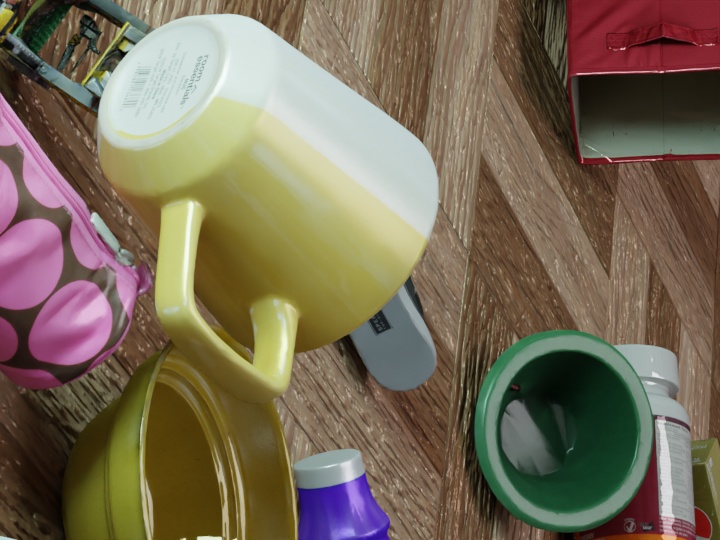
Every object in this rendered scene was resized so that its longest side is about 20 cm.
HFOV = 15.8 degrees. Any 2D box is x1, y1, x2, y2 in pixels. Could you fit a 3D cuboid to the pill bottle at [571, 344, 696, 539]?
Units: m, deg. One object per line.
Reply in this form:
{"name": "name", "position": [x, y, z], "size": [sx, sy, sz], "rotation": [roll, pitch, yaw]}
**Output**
{"name": "pill bottle", "position": [0.239, 0.174, 2.293], "size": [0.110, 0.109, 0.200], "rotation": [39, 47, -60]}

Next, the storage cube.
{"name": "storage cube", "position": [0.281, -0.219, 2.414], "size": [0.200, 0.171, 0.180], "rotation": [74, 16, -63]}

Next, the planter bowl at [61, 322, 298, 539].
{"name": "planter bowl", "position": [-0.113, 0.134, 1.470], "size": [0.200, 0.083, 0.201], "rotation": [-10, 90, -68]}

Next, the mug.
{"name": "mug", "position": [-0.054, -0.046, 1.357], "size": [0.153, 0.149, 0.187], "rotation": [45, 10, -41]}

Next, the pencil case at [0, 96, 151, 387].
{"name": "pencil case", "position": [-0.187, -0.030, 1.315], "size": [0.200, 0.094, 0.091], "rotation": [56, 15, -48]}

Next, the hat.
{"name": "hat", "position": [0.136, 0.136, 2.178], "size": [0.200, 0.176, 0.166], "rotation": [-5, 87, -30]}

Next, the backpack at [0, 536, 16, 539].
{"name": "backpack", "position": [-0.180, 0.205, 1.156], "size": [0.200, 0.177, 0.151], "rotation": [53, 30, -43]}

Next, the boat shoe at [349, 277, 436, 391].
{"name": "boat shoe", "position": [0.000, 0.000, 1.841], "size": [0.057, 0.069, 0.200], "rotation": [-101, 170, -54]}

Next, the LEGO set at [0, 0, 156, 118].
{"name": "LEGO set", "position": [-0.127, -0.163, 1.407], "size": [0.200, 0.116, 0.154], "rotation": [-51, 153, -12]}

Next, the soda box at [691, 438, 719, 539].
{"name": "soda box", "position": [0.335, 0.271, 2.549], "size": [0.064, 0.068, 0.200], "rotation": [-49, 127, -63]}

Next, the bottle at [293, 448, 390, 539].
{"name": "bottle", "position": [-0.002, 0.221, 1.735], "size": [0.084, 0.065, 0.200], "rotation": [-28, 108, -66]}
